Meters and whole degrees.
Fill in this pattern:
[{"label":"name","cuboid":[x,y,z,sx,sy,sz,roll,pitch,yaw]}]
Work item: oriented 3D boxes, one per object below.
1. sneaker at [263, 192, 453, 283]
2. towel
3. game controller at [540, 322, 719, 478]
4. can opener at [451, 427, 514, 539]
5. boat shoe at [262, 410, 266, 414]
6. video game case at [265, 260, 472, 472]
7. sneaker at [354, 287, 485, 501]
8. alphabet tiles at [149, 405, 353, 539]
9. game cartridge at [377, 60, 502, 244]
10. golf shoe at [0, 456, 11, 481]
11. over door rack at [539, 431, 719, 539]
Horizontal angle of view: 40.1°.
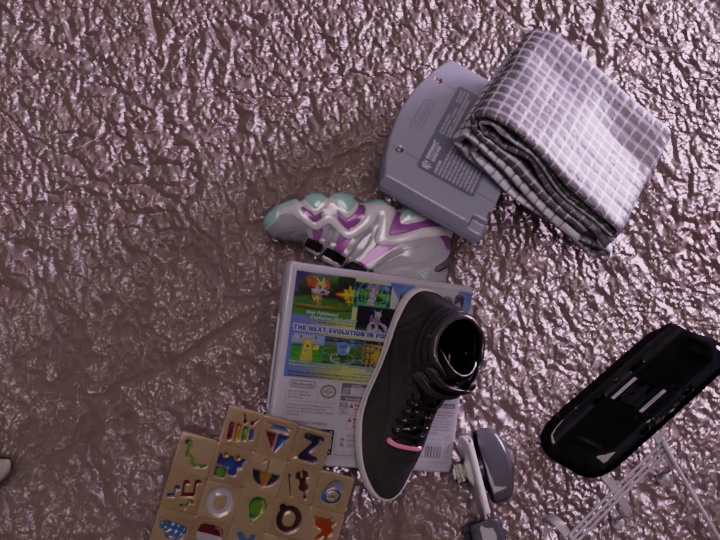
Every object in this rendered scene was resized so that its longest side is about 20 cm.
[{"label":"sneaker","cuboid":[0.000,0.000,0.990,0.196,0.078,0.143,0,75,-5]},{"label":"towel","cuboid":[0.210,-0.132,1.000,0.199,0.086,0.166,38,52,-6]},{"label":"game controller","cuboid":[0.270,0.126,0.975,0.199,0.104,0.042,-38,121,-13]},{"label":"can opener","cuboid":[0.130,0.254,0.950,0.065,0.053,0.204,-8,77,-9]},{"label":"boat shoe","cuboid":[-0.123,0.225,0.929,0.072,0.072,0.201,38,75,-8]},{"label":"video game case","cuboid":[0.009,0.095,0.940,0.197,0.022,0.186,8,90,-24]},{"label":"sneaker","cuboid":[0.053,0.118,0.895,0.070,0.099,0.204,16,87,-25]},{"label":"alphabet tiles","cuboid":[-0.100,0.230,0.882,0.164,0.006,0.204,17,91,-15]},{"label":"game cartridge","cuboid":[0.097,-0.130,1.023,0.132,0.041,0.201,31,52,-2]},{"label":"golf shoe","cuboid":[-0.402,0.128,0.931,0.096,0.078,0.202,-25,84,-29]},{"label":"over door rack","cuboid":[0.279,0.272,0.960,0.147,0.067,0.201,-38,95,-14]}]
